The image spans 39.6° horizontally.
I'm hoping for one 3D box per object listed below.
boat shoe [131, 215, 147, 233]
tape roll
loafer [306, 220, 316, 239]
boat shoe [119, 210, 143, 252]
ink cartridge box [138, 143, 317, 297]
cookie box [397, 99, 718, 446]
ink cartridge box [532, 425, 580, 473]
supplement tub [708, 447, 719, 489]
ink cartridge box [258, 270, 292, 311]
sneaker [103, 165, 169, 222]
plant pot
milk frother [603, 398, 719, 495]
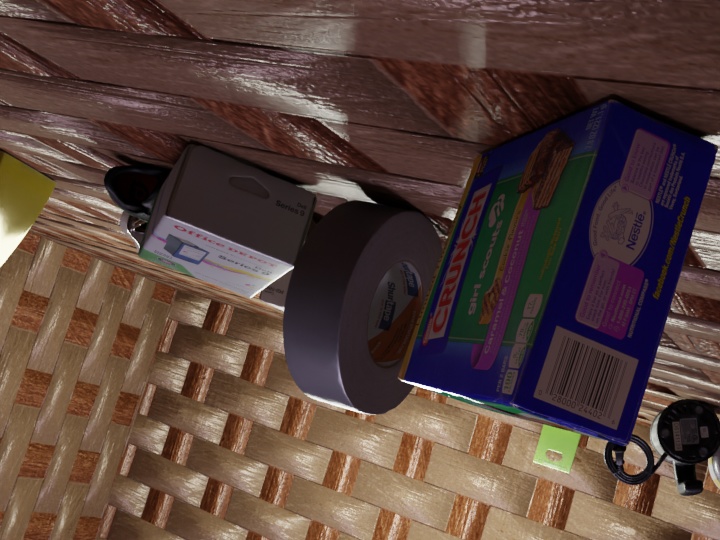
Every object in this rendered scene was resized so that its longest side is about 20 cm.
[{"bbox_3d":[-0.239,-0.065,1.331,0.074,0.076,0.201,23,171,-40],"label":"boat shoe"},{"bbox_3d":[0.009,0.036,0.978,0.065,0.203,0.200,12,171,32],"label":"tape roll"},{"bbox_3d":[-0.054,-0.023,1.248,0.075,0.068,0.201,29,162,24],"label":"loafer"},{"bbox_3d":[-0.330,-0.061,1.628,0.059,0.073,0.200,19,168,10],"label":"boat shoe"},{"bbox_3d":[-0.149,-0.047,1.079,0.144,0.089,0.200,21,161,-16],"label":"ink cartridge box"},{"bbox_3d":[0.109,0.005,0.610,0.074,0.173,0.200,21,172,-12],"label":"cookie box"},{"bbox_3d":[0.452,0.358,2.359,0.075,0.203,0.147,21,172,-27],"label":"ink cartridge box"},{"bbox_3d":[0.766,0.382,1.981,0.144,0.147,0.200,15,173,18],"label":"supplement tub"},{"bbox_3d":[-0.071,0.045,1.735,0.145,0.084,0.200,15,173,16],"label":"ink cartridge box"},{"bbox_3d":[-0.223,-0.076,1.210,0.197,0.078,0.084,16,177,7],"label":"sneaker"},{"bbox_3d":[-0.642,-0.107,1.605,0.197,0.179,0.200,16,174,11],"label":"plant pot"},{"bbox_3d":[0.575,0.333,1.927,0.197,0.183,0.188,12,171,15],"label":"milk frother"}]
